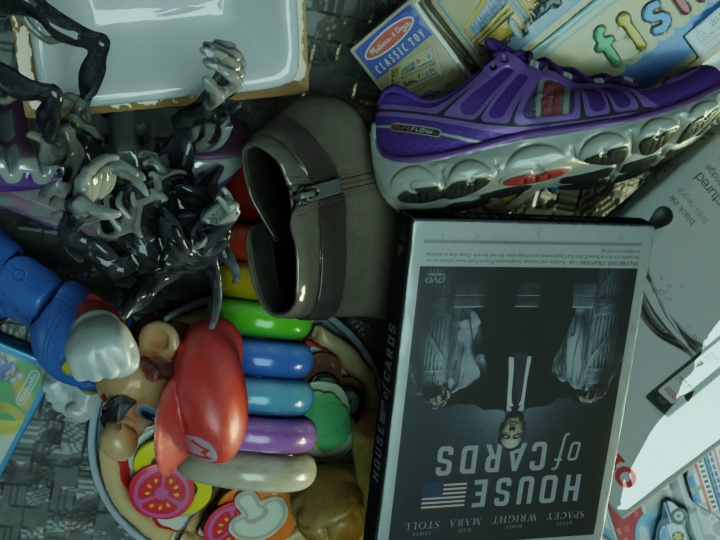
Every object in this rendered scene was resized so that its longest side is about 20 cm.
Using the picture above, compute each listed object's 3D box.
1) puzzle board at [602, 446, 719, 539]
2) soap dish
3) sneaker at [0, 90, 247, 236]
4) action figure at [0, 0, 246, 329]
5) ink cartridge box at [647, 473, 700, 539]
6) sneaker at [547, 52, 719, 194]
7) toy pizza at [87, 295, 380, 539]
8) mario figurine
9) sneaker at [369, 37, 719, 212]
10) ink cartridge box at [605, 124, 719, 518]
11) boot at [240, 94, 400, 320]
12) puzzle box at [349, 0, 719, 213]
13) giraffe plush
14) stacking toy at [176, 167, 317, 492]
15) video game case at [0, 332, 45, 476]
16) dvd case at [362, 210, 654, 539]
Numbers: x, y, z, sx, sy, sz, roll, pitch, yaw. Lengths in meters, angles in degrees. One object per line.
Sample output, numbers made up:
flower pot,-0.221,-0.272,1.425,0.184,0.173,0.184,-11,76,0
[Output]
puzzle board,0.187,0.116,0.825,0.149,0.017,0.203,-18,94,12
soap dish,-0.110,-0.189,0.645,0.155,0.081,0.203,-8,113,-12
sneaker,-0.164,-0.047,0.694,0.197,0.081,0.089,3,129,-13
action figure,-0.113,-0.060,0.589,0.200,0.101,0.120,46,49,-21
ink cartridge box,0.243,0.212,0.904,0.145,0.083,0.202,25,102,-22
sneaker,0.170,-0.105,0.762,0.197,0.080,0.133,10,107,-9
toy pizza,-0.076,0.110,0.802,0.197,0.032,0.203,-6,112,-14
mario figurine,-0.150,0.053,0.663,0.198,0.123,0.107,26,104,20
sneaker,0.101,-0.088,0.656,0.197,0.081,0.085,-9,79,-3
ink cartridge box,0.190,0.031,0.763,0.200,0.084,0.146,-42,89,12
boot,0.000,0.000,0.695,0.146,0.070,0.203,-23,96,-51
puzzle box,0.109,-0.136,0.692,0.199,0.025,0.133,-38,100,14
giraffe plush,0.040,0.210,0.772,0.170,0.163,0.201,12,126,-21
stacking toy,-0.057,0.024,0.731,0.084,0.085,0.204,7,88,-18
video game case,-0.301,0.076,0.732,0.198,0.018,0.144,26,103,-23
dvd case,0.081,0.068,0.692,0.148,0.025,0.203,0,105,-20
